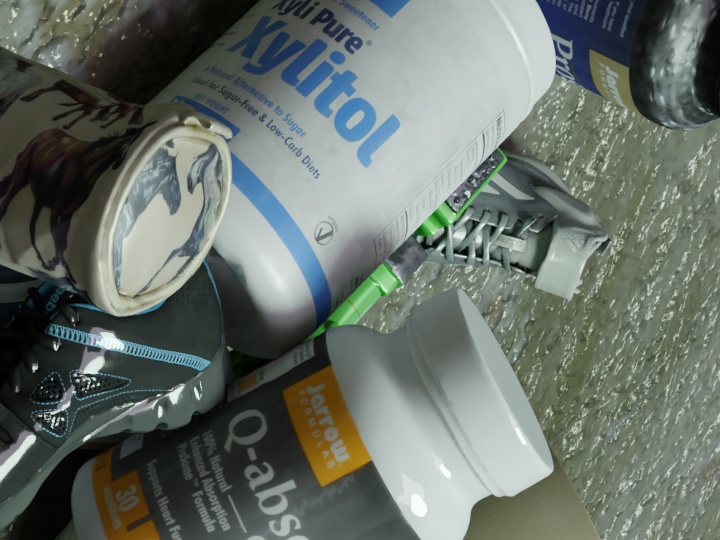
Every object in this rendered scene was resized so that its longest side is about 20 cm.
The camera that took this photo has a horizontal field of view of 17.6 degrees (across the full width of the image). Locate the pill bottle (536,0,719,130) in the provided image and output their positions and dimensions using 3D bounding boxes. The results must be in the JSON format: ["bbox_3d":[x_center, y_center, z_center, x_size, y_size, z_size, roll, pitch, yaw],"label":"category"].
[{"bbox_3d":[0.147,-0.141,1.201,0.112,0.199,0.113,-32,138,-35],"label":"pill bottle"}]

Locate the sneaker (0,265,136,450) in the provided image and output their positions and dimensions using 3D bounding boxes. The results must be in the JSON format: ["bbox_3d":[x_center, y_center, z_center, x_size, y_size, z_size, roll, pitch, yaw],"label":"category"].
[{"bbox_3d":[-0.134,0.021,1.072,0.199,0.070,0.109,0,116,-49],"label":"sneaker"}]

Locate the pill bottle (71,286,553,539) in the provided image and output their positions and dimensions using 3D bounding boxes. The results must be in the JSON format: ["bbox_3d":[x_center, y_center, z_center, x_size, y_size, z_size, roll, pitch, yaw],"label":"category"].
[{"bbox_3d":[-0.021,0.095,1.053,0.199,0.117,0.116,-29,146,8],"label":"pill bottle"}]

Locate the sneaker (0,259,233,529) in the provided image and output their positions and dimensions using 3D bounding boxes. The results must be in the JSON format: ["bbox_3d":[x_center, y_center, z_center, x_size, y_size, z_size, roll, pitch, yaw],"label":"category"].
[{"bbox_3d":[-0.143,0.047,0.982,0.199,0.073,0.082,-30,132,-34],"label":"sneaker"}]

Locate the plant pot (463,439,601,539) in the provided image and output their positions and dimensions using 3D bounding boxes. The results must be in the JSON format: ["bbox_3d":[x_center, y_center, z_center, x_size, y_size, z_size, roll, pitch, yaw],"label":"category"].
[{"bbox_3d":[0.073,0.190,1.387,0.134,0.201,0.201,-26,140,-4],"label":"plant pot"}]

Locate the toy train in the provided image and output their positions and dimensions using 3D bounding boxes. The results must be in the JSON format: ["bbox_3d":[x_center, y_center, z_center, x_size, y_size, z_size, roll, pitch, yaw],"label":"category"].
[{"bbox_3d":[0.000,0.000,1.173,0.042,0.056,0.200,47,73,-20],"label":"toy train"}]

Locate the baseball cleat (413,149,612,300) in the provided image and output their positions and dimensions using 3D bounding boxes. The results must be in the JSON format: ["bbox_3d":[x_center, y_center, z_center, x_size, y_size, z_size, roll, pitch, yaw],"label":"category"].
[{"bbox_3d":[0.067,-0.028,1.265,0.199,0.106,0.070,-8,126,-48],"label":"baseball cleat"}]

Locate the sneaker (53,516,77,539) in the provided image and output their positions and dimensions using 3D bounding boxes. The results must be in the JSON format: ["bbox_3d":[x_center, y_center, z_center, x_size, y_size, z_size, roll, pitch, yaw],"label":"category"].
[{"bbox_3d":[-0.130,0.148,1.157,0.201,0.070,0.080,-58,174,-12],"label":"sneaker"}]

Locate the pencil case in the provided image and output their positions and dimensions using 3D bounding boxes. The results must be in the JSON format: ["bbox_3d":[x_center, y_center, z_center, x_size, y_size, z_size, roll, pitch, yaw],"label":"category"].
[{"bbox_3d":[-0.138,-0.051,0.897,0.078,0.199,0.090,-2,111,-56],"label":"pencil case"}]

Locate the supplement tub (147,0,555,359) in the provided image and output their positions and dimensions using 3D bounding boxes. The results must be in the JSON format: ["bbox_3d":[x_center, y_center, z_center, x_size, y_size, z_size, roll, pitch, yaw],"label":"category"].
[{"bbox_3d":[-0.017,-0.068,1.105,0.200,0.131,0.132,-46,144,-21],"label":"supplement tub"}]
